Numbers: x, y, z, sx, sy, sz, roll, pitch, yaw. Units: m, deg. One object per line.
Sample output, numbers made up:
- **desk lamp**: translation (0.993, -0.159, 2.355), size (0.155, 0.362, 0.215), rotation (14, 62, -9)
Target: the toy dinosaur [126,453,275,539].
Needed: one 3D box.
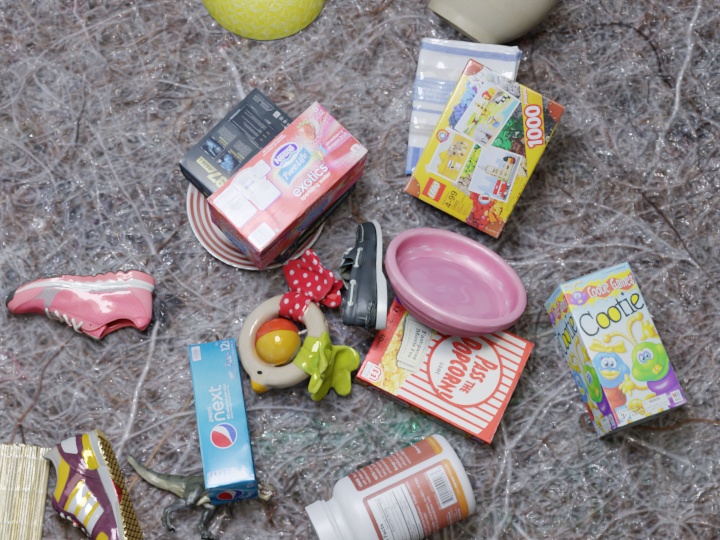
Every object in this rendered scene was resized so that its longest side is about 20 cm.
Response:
- **toy dinosaur**: translation (-0.213, 0.298, 1.379), size (0.199, 0.048, 0.089), rotation (10, 63, 1)

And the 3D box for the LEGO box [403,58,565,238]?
- **LEGO box**: translation (0.171, -0.170, 1.483), size (0.148, 0.077, 0.201), rotation (27, 100, 3)

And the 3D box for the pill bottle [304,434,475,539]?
- **pill bottle**: translation (0.036, 0.298, 1.357), size (0.199, 0.112, 0.113), rotation (-23, 76, -10)

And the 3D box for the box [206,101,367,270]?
- **box**: translation (-0.096, -0.111, 1.407), size (0.103, 0.095, 0.200), rotation (44, 76, 7)

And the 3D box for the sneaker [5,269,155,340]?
- **sneaker**: translation (-0.374, 0.051, 1.429), size (0.199, 0.074, 0.087), rotation (-5, 75, -5)

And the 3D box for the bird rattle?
- **bird rattle**: translation (-0.091, 0.080, 1.425), size (0.162, 0.113, 0.201), rotation (-21, 69, 9)

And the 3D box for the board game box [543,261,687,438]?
- **board game box**: translation (0.339, 0.108, 1.437), size (0.102, 0.105, 0.201), rotation (-17, 74, -8)

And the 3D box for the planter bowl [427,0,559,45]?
- **planter bowl**: translation (0.181, -0.405, 1.554), size (0.200, 0.200, 0.135), rotation (37, 101, 8)

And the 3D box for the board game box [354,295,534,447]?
- **board game box**: translation (0.114, 0.126, 1.448), size (0.199, 0.046, 0.152), rotation (25, 73, 4)

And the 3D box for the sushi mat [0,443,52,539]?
- **sushi mat**: translation (-0.456, 0.322, 1.372), size (0.095, 0.012, 0.201), rotation (2, 73, -2)

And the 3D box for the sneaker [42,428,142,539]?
- **sneaker**: translation (-0.341, 0.308, 1.359), size (0.090, 0.075, 0.201), rotation (-21, 69, -1)

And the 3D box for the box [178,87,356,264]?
- **box**: translation (-0.129, -0.132, 1.487), size (0.200, 0.051, 0.158), rotation (41, 75, 8)

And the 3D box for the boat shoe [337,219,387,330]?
- **boat shoe**: translation (0.000, 0.000, 1.431), size (0.060, 0.076, 0.200), rotation (2, 36, -6)

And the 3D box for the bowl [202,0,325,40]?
- **bowl**: translation (-0.144, -0.456, 1.580), size (0.199, 0.108, 0.201), rotation (1, 73, -4)

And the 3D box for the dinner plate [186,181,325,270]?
- **dinner plate**: translation (-0.145, -0.095, 1.513), size (0.199, 0.024, 0.201), rotation (1, 73, -2)

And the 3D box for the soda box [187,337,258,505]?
- **soda box**: translation (-0.177, 0.193, 1.377), size (0.064, 0.068, 0.201), rotation (-9, 60, -5)

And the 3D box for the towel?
- **towel**: translation (0.146, -0.228, 1.529), size (0.146, 0.024, 0.201), rotation (8, 98, 1)

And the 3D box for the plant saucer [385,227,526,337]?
- **plant saucer**: translation (0.123, 0.022, 1.436), size (0.199, 0.051, 0.201), rotation (16, 34, -11)
